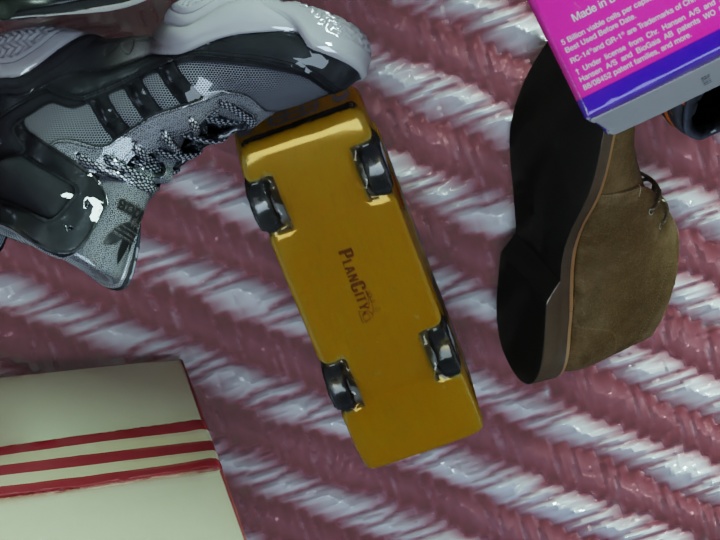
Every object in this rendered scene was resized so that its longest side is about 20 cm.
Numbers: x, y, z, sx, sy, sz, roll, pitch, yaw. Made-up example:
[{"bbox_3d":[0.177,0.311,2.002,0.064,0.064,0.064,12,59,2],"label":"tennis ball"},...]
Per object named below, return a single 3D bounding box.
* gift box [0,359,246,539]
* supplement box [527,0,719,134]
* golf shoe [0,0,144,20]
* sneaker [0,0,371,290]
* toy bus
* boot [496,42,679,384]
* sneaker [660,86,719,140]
[{"bbox_3d":[-0.163,0.141,1.267,0.186,0.185,0.201,-7,119,-14],"label":"gift box"},{"bbox_3d":[0.100,-0.168,1.095,0.103,0.101,0.201,-25,84,10],"label":"supplement box"},{"bbox_3d":[-0.078,-0.149,1.145,0.199,0.092,0.073,-17,121,2],"label":"golf shoe"},{"bbox_3d":[-0.088,-0.052,1.159,0.199,0.114,0.075,-5,161,24],"label":"sneaker"},{"bbox_3d":[0.000,0.000,1.254,0.065,0.078,0.201,-18,122,5],"label":"toy bus"},{"bbox_3d":[0.116,-0.038,1.262,0.075,0.074,0.201,-10,130,-20],"label":"boot"},{"bbox_3d":[0.204,-0.136,1.178,0.077,0.112,0.200,25,115,-21],"label":"sneaker"}]
